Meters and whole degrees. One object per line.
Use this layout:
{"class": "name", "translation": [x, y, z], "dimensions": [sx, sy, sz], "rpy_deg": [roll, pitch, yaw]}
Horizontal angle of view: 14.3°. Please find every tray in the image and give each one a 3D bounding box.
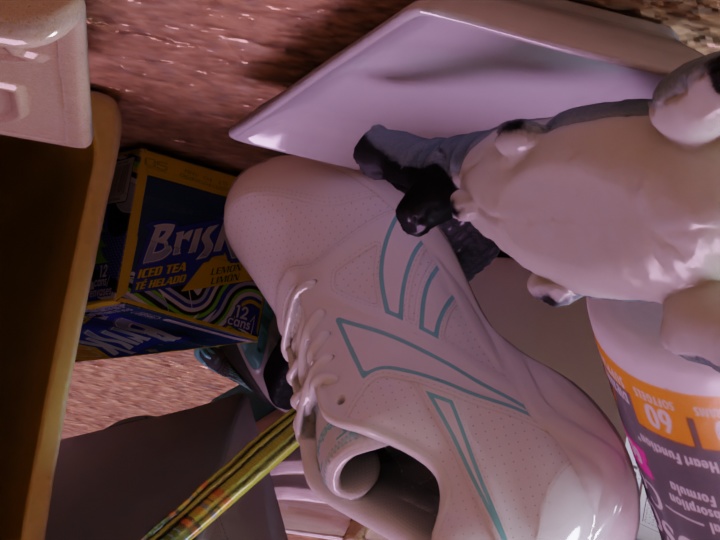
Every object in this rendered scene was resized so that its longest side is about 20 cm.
{"class": "tray", "translation": [0.035, -0.056, 0.895], "dimensions": [0.107, 0.022, 0.200], "rpy_deg": [12, 169, -16]}

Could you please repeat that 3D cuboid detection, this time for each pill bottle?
{"class": "pill bottle", "translation": [0.153, 0.066, 0.950], "dimensions": [0.116, 0.117, 0.201], "rpy_deg": [3, 130, 31]}

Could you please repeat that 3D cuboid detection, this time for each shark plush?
{"class": "shark plush", "translation": [0.080, -0.017, 0.844], "dimensions": [0.199, 0.091, 0.083], "rpy_deg": [-9, -170, 45]}

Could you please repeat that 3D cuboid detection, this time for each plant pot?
{"class": "plant pot", "translation": [-0.211, 0.021, 1.089], "dimensions": [0.193, 0.197, 0.200], "rpy_deg": [11, 175, -10]}

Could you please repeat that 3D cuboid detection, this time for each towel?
{"class": "towel", "translation": [-0.045, 0.073, 1.048], "dimensions": [0.018, 0.200, 0.086], "rpy_deg": [49, 153, 2]}

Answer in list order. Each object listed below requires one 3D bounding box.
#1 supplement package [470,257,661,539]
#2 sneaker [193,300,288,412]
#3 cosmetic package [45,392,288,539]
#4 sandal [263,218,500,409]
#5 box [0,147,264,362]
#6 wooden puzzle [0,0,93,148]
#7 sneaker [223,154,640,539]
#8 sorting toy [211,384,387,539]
{"class": "supplement package", "translation": [0.104, 0.070, 1.251], "dimensions": [0.113, 0.110, 0.200], "rpy_deg": [4, 168, 26]}
{"class": "sneaker", "translation": [-0.043, 0.028, 1.270], "dimensions": [0.091, 0.078, 0.200], "rpy_deg": [10, 168, 19]}
{"class": "cosmetic package", "translation": [-0.098, 0.130, 1.171], "dimensions": [0.112, 0.082, 0.200], "rpy_deg": [-13, -164, 10]}
{"class": "sandal", "translation": [0.000, 0.000, 1.111], "dimensions": [0.075, 0.045, 0.200], "rpy_deg": [-9, 160, -20]}
{"class": "box", "translation": [-0.113, -0.002, 1.185], "dimensions": [0.070, 0.065, 0.200], "rpy_deg": [16, 168, -30]}
{"class": "wooden puzzle", "translation": [-0.171, -0.085, 0.872], "dimensions": [0.184, 0.047, 0.200], "rpy_deg": [10, 174, -3]}
{"class": "sneaker", "translation": [0.006, 0.033, 0.971], "dimensions": [0.080, 0.200, 0.071], "rpy_deg": [-23, 143, -29]}
{"class": "sorting toy", "translation": [-0.003, 0.101, 1.371], "dimensions": [0.199, 0.107, 0.180], "rpy_deg": [8, -170, 6]}
